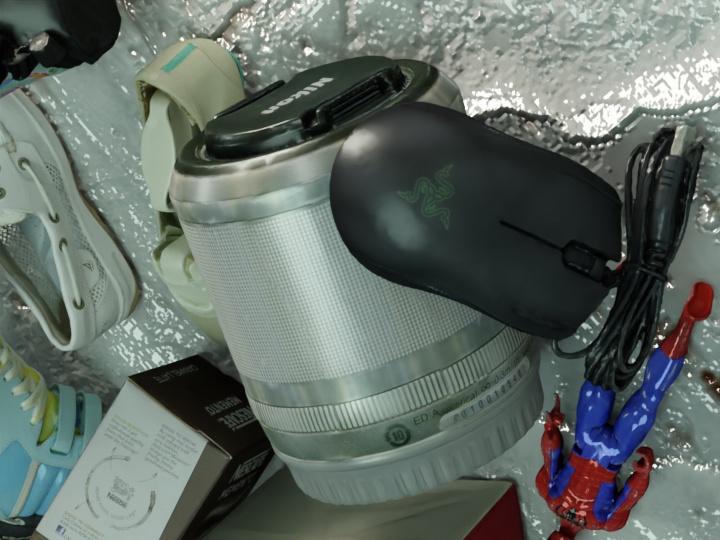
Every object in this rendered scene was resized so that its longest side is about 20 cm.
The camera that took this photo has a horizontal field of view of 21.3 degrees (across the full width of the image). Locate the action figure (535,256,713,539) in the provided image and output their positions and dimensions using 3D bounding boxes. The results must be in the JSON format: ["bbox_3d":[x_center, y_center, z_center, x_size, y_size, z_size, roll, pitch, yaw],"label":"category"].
[{"bbox_3d":[0.135,0.088,1.048,0.065,0.052,0.201,23,126,11],"label":"action figure"}]

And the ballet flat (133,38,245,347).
[{"bbox_3d":[-0.098,-0.034,1.101,0.069,0.069,0.201,9,119,25],"label":"ballet flat"}]

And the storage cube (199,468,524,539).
[{"bbox_3d":[-0.004,0.236,1.113,0.170,0.200,0.181,0,109,30],"label":"storage cube"}]

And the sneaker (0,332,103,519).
[{"bbox_3d":[-0.212,0.071,1.193,0.129,0.080,0.201,-1,123,-14],"label":"sneaker"}]

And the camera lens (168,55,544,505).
[{"bbox_3d":[0.000,0.000,1.003,0.159,0.160,0.201,-9,111,33],"label":"camera lens"}]

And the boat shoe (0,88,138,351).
[{"bbox_3d":[-0.213,-0.042,1.159,0.071,0.069,0.201,-31,97,38],"label":"boat shoe"}]

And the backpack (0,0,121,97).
[{"bbox_3d":[-0.240,-0.152,1.071,0.199,0.126,0.168,-20,79,23],"label":"backpack"}]

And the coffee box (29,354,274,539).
[{"bbox_3d":[-0.138,0.159,1.153,0.079,0.114,0.201,35,104,11],"label":"coffee box"}]

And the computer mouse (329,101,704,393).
[{"bbox_3d":[0.081,-0.023,0.918,0.053,0.199,0.140,20,94,64],"label":"computer mouse"}]

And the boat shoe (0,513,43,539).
[{"bbox_3d":[-0.285,0.108,1.276,0.199,0.076,0.060,35,143,-5],"label":"boat shoe"}]
